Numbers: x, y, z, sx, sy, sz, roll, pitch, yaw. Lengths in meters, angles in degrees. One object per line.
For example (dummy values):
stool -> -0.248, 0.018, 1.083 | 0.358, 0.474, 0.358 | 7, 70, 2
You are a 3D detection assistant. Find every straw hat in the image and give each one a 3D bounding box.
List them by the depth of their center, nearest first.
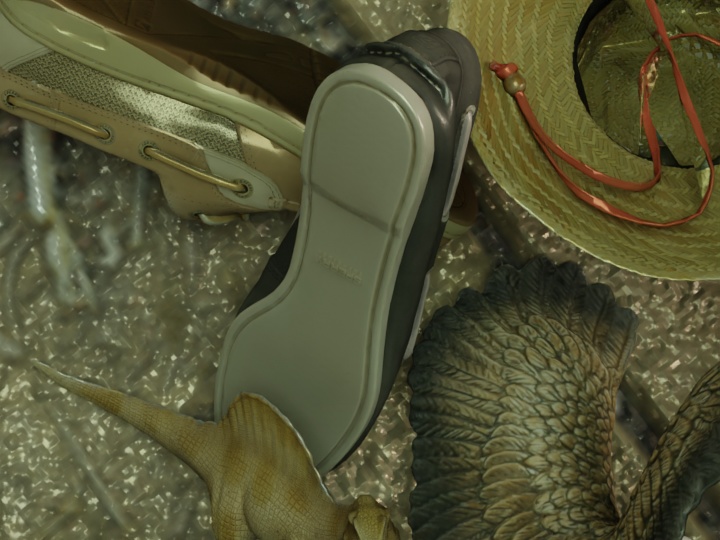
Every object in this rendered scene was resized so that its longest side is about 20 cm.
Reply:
straw hat -> 0.118, -0.071, 0.894 | 0.201, 0.085, 0.202 | 2, 66, -5

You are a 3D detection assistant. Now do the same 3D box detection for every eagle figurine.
eagle figurine -> 0.093, 0.088, 0.852 | 0.151, 0.151, 0.201 | 2, 89, -5

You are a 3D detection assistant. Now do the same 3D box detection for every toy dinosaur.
toy dinosaur -> -0.035, 0.085, 0.872 | 0.058, 0.200, 0.101 | -30, 124, -31

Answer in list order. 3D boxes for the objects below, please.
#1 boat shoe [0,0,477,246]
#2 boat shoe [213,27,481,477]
boat shoe -> -0.051, -0.054, 0.903 | 0.200, 0.071, 0.065 | 27, 117, -7
boat shoe -> 0.000, 0.000, 0.857 | 0.067, 0.200, 0.057 | 34, 42, 18
